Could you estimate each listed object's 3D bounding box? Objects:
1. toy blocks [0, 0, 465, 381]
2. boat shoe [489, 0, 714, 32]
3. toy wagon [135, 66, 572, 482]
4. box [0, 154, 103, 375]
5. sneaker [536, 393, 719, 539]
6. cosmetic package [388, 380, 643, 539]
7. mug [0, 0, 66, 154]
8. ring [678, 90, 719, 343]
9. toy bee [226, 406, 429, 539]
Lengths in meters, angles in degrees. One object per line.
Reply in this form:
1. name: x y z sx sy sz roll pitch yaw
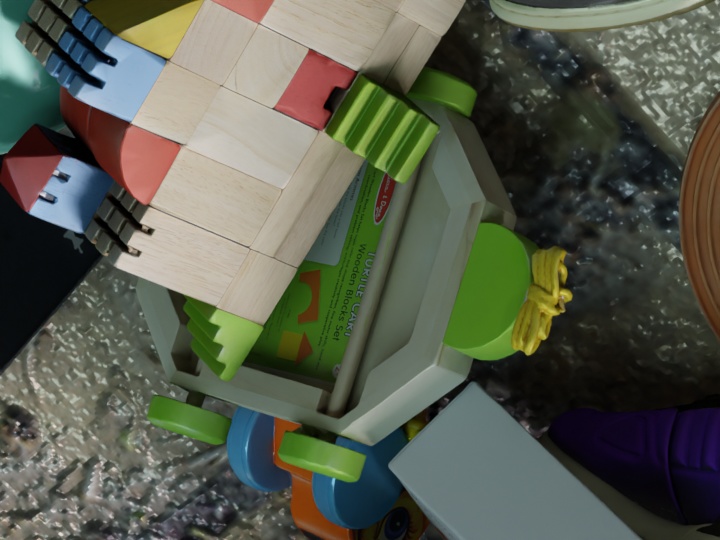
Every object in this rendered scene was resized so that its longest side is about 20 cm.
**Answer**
1. toy blocks: -0.055 -0.073 0.852 0.136 0.100 0.200 22 104 -42
2. boat shoe: 0.128 -0.136 0.808 0.200 0.072 0.066 -11 132 24
3. toy wagon: 0.000 0.000 0.909 0.199 0.040 0.156 13 83 38
4. box: -0.243 0.040 1.021 0.198 0.200 0.123 -33 104 36
5. sneaker: 0.147 0.078 0.927 0.070 0.100 0.200 48 171 -25
6. cosmetic package: 0.108 0.145 0.902 0.200 0.052 0.151 43 171 29
7. mug: -0.154 -0.120 0.920 0.151 0.185 0.115 -9 123 2
8. ring: 0.215 -0.011 0.891 0.199 0.019 0.201 12 127 17
9. toy bee: -0.005 0.075 1.013 0.131 0.108 0.201 42 119 30
